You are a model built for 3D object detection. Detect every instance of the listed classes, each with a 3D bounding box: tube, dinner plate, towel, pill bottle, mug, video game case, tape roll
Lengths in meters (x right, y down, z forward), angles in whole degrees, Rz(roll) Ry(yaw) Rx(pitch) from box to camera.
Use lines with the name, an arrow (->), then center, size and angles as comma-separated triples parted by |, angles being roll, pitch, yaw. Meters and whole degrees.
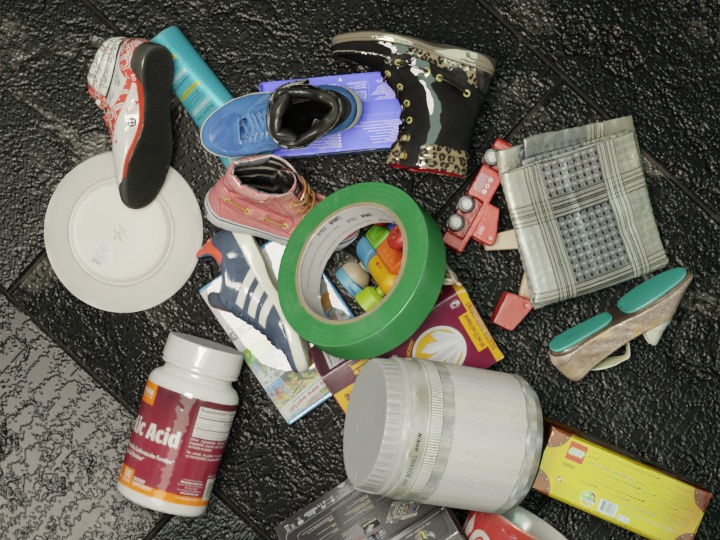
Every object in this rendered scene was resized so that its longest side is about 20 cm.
tube -> -0.185, -0.205, 1.747 | 0.200, 0.050, 0.077 | 53, 130, 4
dinner plate -> -0.295, -0.048, 1.770 | 0.198, 0.024, 0.202 | 0, 91, 3
towel -> 0.268, -0.075, 1.719 | 0.191, 0.035, 0.201 | -16, 92, -15
pill bottle -> -0.213, 0.183, 1.722 | 0.113, 0.114, 0.201 | 17, 91, 2
mug -> 0.167, 0.394, 1.706 | 0.177, 0.133, 0.201 | 30, 94, 3
video game case -> -0.086, 0.067, 1.766 | 0.143, 0.018, 0.201 | -34, 89, 1
tape roll -> 0.000, 0.000, 1.623 | 0.199, 0.048, 0.202 | -15, 60, 27

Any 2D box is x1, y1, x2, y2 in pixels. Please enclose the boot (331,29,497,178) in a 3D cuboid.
boot -> 0.053, -0.197, 1.693 | 0.198, 0.073, 0.152 | 10, 89, -3

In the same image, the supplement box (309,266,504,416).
supplement box -> 0.054, 0.099, 1.709 | 0.199, 0.086, 0.111 | -32, 114, 1

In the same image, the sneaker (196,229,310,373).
sneaker -> -0.132, 0.044, 1.724 | 0.084, 0.075, 0.201 | -28, 79, 0

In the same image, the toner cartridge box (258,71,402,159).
toner cartridge box -> -0.020, -0.190, 1.750 | 0.198, 0.043, 0.096 | -4, 91, 2

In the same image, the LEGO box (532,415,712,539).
LEGO box -> 0.296, 0.249, 1.689 | 0.199, 0.149, 0.078 | 23, 90, 1

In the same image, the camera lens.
camera lens -> 0.097, 0.185, 1.618 | 0.199, 0.160, 0.161 | 11, 91, -18

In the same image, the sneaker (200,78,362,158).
sneaker -> -0.105, -0.174, 1.653 | 0.198, 0.111, 0.077 | -7, 94, 15

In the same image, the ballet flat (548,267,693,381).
ballet flat -> 0.323, 0.070, 1.738 | 0.199, 0.068, 0.067 | -30, 109, 7

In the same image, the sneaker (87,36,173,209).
sneaker -> -0.284, -0.184, 1.744 | 0.108, 0.067, 0.203 | 21, 110, 41

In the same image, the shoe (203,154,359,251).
shoe -> -0.080, -0.079, 1.695 | 0.199, 0.091, 0.072 | 11, 59, -23

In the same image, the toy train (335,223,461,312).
toy train -> 0.041, 0.011, 1.678 | 0.116, 0.200, 0.085 | -46, 120, 8

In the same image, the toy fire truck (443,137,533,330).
toy fire truck -> 0.175, -0.044, 1.741 | 0.140, 0.049, 0.201 | 29, 89, 0

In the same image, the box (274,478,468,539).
box -> 0.013, 0.318, 1.701 | 0.199, 0.048, 0.159 | -34, 45, 1
